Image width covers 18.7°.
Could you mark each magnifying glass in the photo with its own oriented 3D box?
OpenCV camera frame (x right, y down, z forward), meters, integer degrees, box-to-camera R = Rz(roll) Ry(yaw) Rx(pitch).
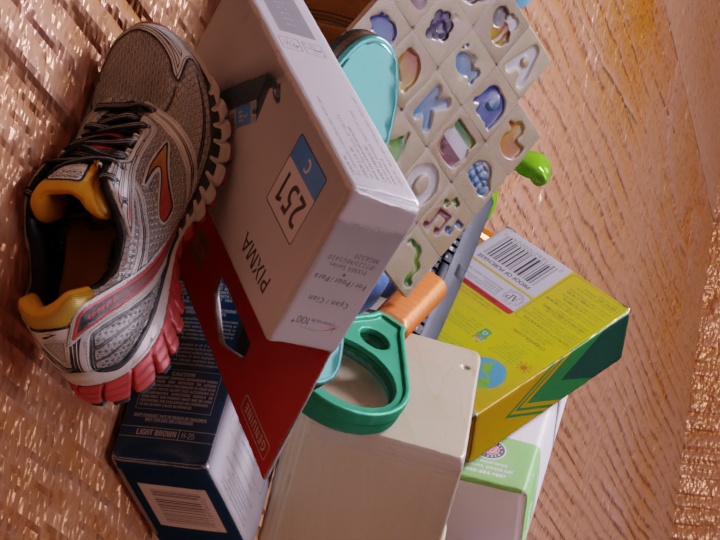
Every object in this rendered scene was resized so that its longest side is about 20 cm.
[{"bbox_3d":[0.008,0.042,1.285,0.022,0.079,0.200,-61,172,29],"label":"magnifying glass"}]

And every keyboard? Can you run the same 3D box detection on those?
[{"bbox_3d":[0.040,-0.032,1.553,0.040,0.104,0.200,-46,-167,40],"label":"keyboard"}]

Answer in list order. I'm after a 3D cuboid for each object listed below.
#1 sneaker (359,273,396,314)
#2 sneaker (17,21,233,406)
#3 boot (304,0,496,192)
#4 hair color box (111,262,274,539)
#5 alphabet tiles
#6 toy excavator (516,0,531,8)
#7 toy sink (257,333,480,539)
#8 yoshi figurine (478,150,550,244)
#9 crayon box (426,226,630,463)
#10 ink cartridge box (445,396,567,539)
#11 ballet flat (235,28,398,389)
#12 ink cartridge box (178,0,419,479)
[{"bbox_3d":[0.000,0.000,1.400,0.082,0.074,0.200,-33,157,-18],"label":"sneaker"},{"bbox_3d":[-0.117,-0.040,1.066,0.082,0.077,0.201,49,39,-49],"label":"sneaker"},{"bbox_3d":[0.011,-0.134,1.343,0.071,0.143,0.202,-65,148,-45],"label":"boot"},{"bbox_3d":[-0.076,0.048,1.252,0.100,0.060,0.201,71,29,-53],"label":"hair color box"},{"bbox_3d":[0.030,-0.084,1.273,0.200,0.006,0.167,-50,132,-13],"label":"alphabet tiles"},{"bbox_3d":[0.053,-0.269,1.500,0.200,0.194,0.100,-62,-178,42],"label":"toy excavator"},{"bbox_3d":[-0.001,0.151,1.326,0.131,0.111,0.201,-74,180,-64],"label":"toy sink"},{"bbox_3d":[0.092,-0.075,1.725,0.112,0.112,0.201,99,4,-54],"label":"yoshi figurine"},{"bbox_3d":[0.079,0.056,1.553,0.200,0.127,0.051,-30,141,-34],"label":"crayon box"},{"bbox_3d":[0.071,0.106,1.600,0.200,0.145,0.084,-66,164,-48],"label":"ink cartridge box"},{"bbox_3d":[-0.033,-0.034,1.180,0.068,0.068,0.201,20,79,-40],"label":"ballet flat"},{"bbox_3d":[-0.056,-0.025,1.115,0.177,0.045,0.200,-61,-145,26],"label":"ink cartridge box"}]
